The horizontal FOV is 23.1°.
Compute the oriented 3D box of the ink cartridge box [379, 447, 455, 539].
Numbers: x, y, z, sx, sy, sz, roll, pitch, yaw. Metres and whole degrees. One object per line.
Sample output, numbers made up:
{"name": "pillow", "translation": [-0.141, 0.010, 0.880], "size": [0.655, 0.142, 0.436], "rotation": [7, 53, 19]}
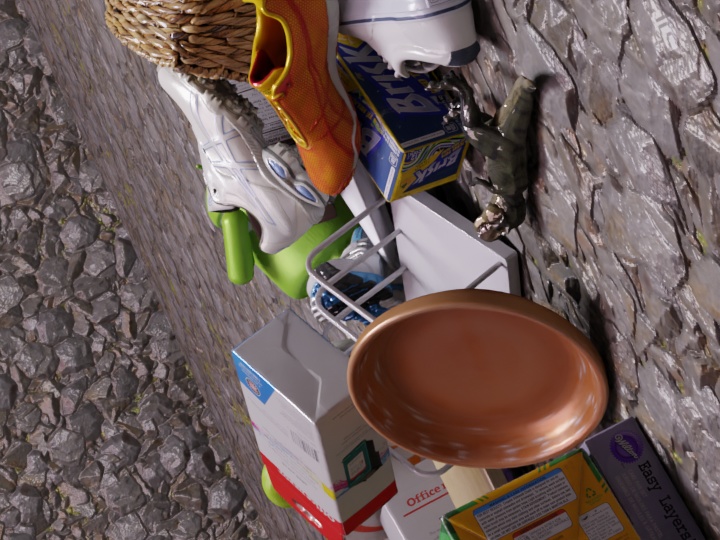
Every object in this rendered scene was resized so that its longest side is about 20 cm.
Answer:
{"name": "ink cartridge box", "translation": [0.096, 0.261, 1.729], "size": [0.201, 0.114, 0.068], "rotation": [61, 165, 19]}

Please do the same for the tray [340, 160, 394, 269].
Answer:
{"name": "tray", "translation": [-0.009, -0.087, 1.497], "size": [0.108, 0.022, 0.200], "rotation": [58, 176, 29]}

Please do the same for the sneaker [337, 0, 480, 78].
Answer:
{"name": "sneaker", "translation": [0.026, -0.177, 1.300], "size": [0.200, 0.072, 0.071], "rotation": [-160, 53, -70]}

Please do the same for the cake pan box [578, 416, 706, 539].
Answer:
{"name": "cake pan box", "translation": [0.217, 0.225, 1.352], "size": [0.201, 0.052, 0.184], "rotation": [60, 164, 19]}

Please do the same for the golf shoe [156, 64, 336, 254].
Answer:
{"name": "golf shoe", "translation": [-0.116, -0.099, 1.508], "size": [0.200, 0.097, 0.078], "rotation": [44, -164, 14]}

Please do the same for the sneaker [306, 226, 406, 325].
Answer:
{"name": "sneaker", "translation": [0.000, 0.000, 1.601], "size": [0.200, 0.074, 0.087], "rotation": [18, -127, -66]}

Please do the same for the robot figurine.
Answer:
{"name": "robot figurine", "translation": [-0.070, -0.053, 1.737], "size": [0.200, 0.175, 0.116], "rotation": [43, 130, 9]}

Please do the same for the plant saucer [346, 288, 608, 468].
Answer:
{"name": "plant saucer", "translation": [0.089, 0.079, 1.340], "size": [0.201, 0.198, 0.038], "rotation": [79, -165, -46]}

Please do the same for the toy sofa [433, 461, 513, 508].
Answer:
{"name": "toy sofa", "translation": [0.116, 0.185, 1.628], "size": [0.083, 0.097, 0.201], "rotation": [-30, 85, 52]}

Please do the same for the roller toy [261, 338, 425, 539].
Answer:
{"name": "roller toy", "translation": [-0.001, 0.170, 1.797], "size": [0.199, 0.183, 0.140], "rotation": [30, -170, -37]}

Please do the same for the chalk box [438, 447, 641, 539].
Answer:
{"name": "chalk box", "translation": [0.135, 0.245, 1.328], "size": [0.124, 0.124, 0.200], "rotation": [59, 164, 24]}

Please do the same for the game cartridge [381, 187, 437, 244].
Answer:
{"name": "game cartridge", "translation": [0.013, -0.102, 1.570], "size": [0.200, 0.040, 0.134], "rotation": [52, 158, 42]}

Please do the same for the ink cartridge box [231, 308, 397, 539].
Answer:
{"name": "ink cartridge box", "translation": [-0.035, 0.143, 1.507], "size": [0.116, 0.067, 0.201], "rotation": [38, 153, 35]}

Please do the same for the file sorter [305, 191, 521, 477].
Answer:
{"name": "file sorter", "translation": [0.046, 0.054, 1.469], "size": [0.138, 0.124, 0.201], "rotation": [36, 152, 34]}

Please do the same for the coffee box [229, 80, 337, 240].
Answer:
{"name": "coffee box", "translation": [-0.088, -0.144, 1.643], "size": [0.113, 0.079, 0.201], "rotation": [69, -175, -51]}

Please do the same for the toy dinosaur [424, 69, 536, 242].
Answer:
{"name": "toy dinosaur", "translation": [0.091, -0.101, 1.257], "size": [0.088, 0.047, 0.201], "rotation": [43, 158, 22]}

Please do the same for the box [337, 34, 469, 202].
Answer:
{"name": "box", "translation": [0.007, -0.154, 1.403], "size": [0.201, 0.070, 0.065], "rotation": [57, 152, 28]}

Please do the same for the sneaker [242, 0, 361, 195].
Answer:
{"name": "sneaker", "translation": [-0.050, -0.139, 1.335], "size": [0.073, 0.077, 0.201], "rotation": [35, 148, 46]}

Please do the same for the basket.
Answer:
{"name": "basket", "translation": [-0.140, -0.264, 1.525], "size": [0.200, 0.142, 0.150], "rotation": [47, 127, 55]}
